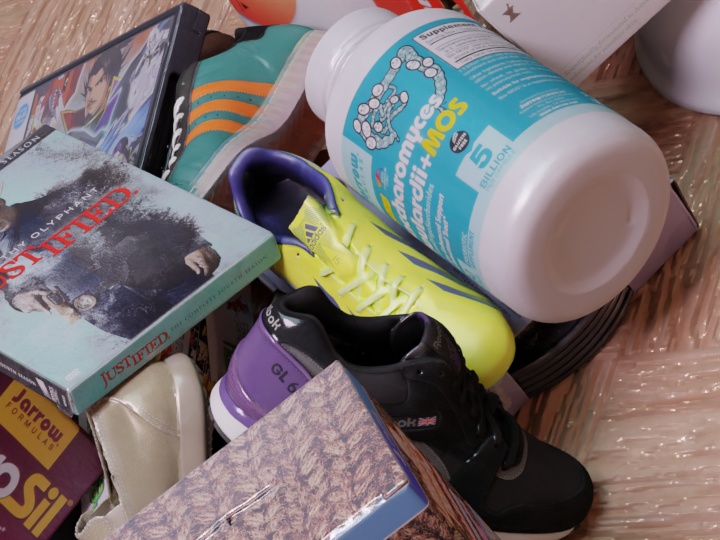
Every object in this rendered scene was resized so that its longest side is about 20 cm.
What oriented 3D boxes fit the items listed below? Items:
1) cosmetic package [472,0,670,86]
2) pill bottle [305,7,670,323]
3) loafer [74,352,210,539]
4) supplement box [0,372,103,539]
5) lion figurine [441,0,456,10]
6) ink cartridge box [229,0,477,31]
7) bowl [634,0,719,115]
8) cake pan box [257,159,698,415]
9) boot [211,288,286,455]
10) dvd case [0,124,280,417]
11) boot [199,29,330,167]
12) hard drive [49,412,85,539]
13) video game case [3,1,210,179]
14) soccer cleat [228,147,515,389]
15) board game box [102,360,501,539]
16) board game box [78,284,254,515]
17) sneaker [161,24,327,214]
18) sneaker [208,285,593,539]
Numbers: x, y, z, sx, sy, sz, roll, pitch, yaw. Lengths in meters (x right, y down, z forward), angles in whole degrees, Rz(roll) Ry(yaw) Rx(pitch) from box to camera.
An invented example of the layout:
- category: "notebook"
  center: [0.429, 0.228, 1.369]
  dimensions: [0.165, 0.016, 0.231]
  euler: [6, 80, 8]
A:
- category: "cosmetic package"
  center: [0.094, -0.199, 1.581]
  dimensions: [0.108, 0.085, 0.200]
  euler: [-41, 36, 12]
- category: "pill bottle"
  center: [0.057, -0.064, 1.496]
  dimensions: [0.111, 0.111, 0.200]
  euler: [-46, 48, -7]
- category: "loafer"
  center: [-0.112, 0.143, 1.492]
  dimensions: [0.068, 0.200, 0.076]
  euler: [-2, -1, -9]
- category: "supplement box"
  center: [-0.255, 0.130, 1.582]
  dimensions: [0.103, 0.131, 0.200]
  euler: [23, 70, 48]
- category: "lion figurine"
  center: [0.073, -0.210, 1.760]
  dimensions: [0.122, 0.073, 0.200]
  euler: [-37, 32, -8]
- category: "ink cartridge box"
  center: [-0.009, -0.153, 1.698]
  dimensions: [0.050, 0.162, 0.200]
  euler: [-46, 38, -14]
- category: "bowl"
  center: [0.221, -0.188, 1.591]
  dimensions: [0.201, 0.090, 0.201]
  euler: [-23, 41, 22]
- category: "cake pan box"
  center: [0.057, -0.016, 1.569]
  dimensions: [0.184, 0.052, 0.200]
  euler: [-47, 48, -5]
- category: "boot"
  center: [0.000, 0.097, 1.491]
  dimensions: [0.200, 0.138, 0.078]
  euler: [-89, 23, -56]
- category: "dvd case"
  center: [-0.159, -0.005, 1.544]
  dimensions: [0.146, 0.022, 0.200]
  euler: [-38, 40, -25]
- category: "boot"
  center: [-0.048, -0.070, 1.724]
  dimensions: [0.200, 0.068, 0.188]
  euler: [-4, 50, 37]
- category: "hard drive"
  center: [-0.216, 0.168, 1.652]
  dimensions: [0.135, 0.042, 0.200]
  euler: [-15, 44, 30]
- category: "video game case"
  center: [-0.173, -0.055, 1.777]
  dimensions: [0.200, 0.025, 0.181]
  euler: [-21, 49, 52]
- category: "soccer cleat"
  center: [-0.001, 0.000, 1.501]
  dimensions: [0.065, 0.084, 0.200]
  euler: [-47, 50, -6]
- category: "board game box"
  center: [-0.006, 0.171, 1.336]
  dimensions: [0.159, 0.200, 0.097]
  euler: [-37, 37, 4]
- category: "board game box"
  center: [-0.107, 0.077, 1.622]
  dimensions: [0.126, 0.035, 0.200]
  euler: [-44, 34, 29]
- category: "sneaker"
  center: [-0.078, -0.070, 1.655]
  dimensions: [0.080, 0.071, 0.200]
  euler: [12, 43, 24]
- category: "sneaker"
  center: [0.035, 0.070, 1.403]
  dimensions: [0.088, 0.200, 0.076]
  euler: [-60, 22, 29]
